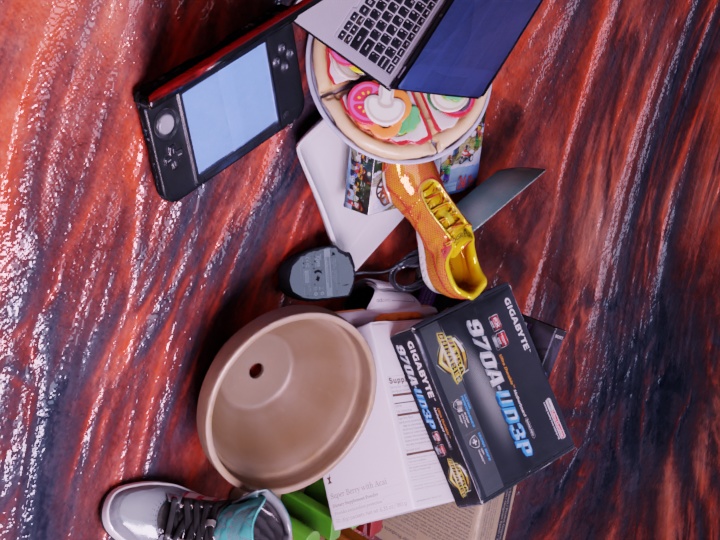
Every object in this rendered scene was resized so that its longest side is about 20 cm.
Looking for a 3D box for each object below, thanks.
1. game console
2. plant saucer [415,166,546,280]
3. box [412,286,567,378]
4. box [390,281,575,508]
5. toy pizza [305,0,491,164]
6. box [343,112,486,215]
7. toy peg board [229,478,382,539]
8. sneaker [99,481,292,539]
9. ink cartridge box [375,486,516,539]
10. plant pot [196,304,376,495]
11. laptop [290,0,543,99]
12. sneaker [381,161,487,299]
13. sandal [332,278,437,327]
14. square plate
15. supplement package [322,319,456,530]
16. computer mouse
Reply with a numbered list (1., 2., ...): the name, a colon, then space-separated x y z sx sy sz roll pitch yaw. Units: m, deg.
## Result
1. game console: -0.095 -0.164 1.247 0.199 0.118 0.174 -38 135 -35
2. plant saucer: 0.130 -0.066 1.597 0.200 0.039 0.201 -40 179 -1
3. box: 0.131 0.103 1.613 0.036 0.198 0.145 17 94 -58
4. box: 0.134 0.133 1.483 0.158 0.046 0.202 -21 89 -38
5. toy pizza: 0.043 -0.208 1.374 0.197 0.032 0.203 2 83 -14
6. box: 0.064 -0.145 1.489 0.199 0.037 0.139 -17 121 -48
7. toy peg board: -0.052 0.323 1.573 0.199 0.097 0.202 -20 123 -46
8. sneaker: -0.146 0.252 1.343 0.198 0.120 0.085 17 69 -32
9. ink cartridge box: 0.085 0.255 1.630 0.075 0.199 0.167 -8 115 -49
10. plant pot: -0.088 0.119 1.402 0.199 0.093 0.204 -15 120 -28
11. laptop: 0.066 -0.278 1.313 0.188 0.199 0.116 -57 -176 -15
12. sneaker: 0.084 -0.059 1.446 0.073 0.077 0.201 -43 120 -27
13. sandal: 0.000 0.037 1.519 0.205 0.079 0.060 -2 74 -38
14. square plate: 0.011 -0.126 1.486 0.200 0.028 0.199 -49 140 -26
15. supplement package: 0.026 0.167 1.500 0.119 0.120 0.203 0 72 -51
16. computer mouse: 0.000 0.000 1.480 0.197 0.034 0.060 -3 94 -25
